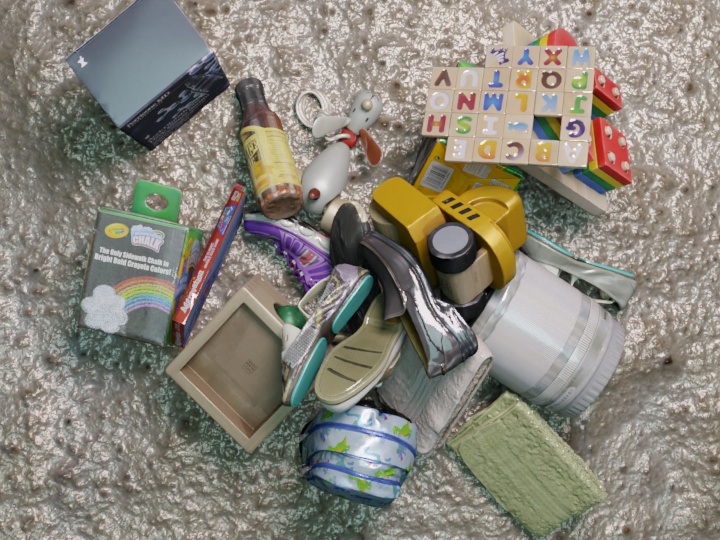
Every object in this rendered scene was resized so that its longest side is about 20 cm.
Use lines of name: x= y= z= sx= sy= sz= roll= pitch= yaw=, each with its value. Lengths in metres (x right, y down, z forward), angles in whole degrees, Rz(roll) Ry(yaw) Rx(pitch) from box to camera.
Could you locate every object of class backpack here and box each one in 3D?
backpack: x=0.001 y=0.234 z=1.079 sx=0.161 sy=0.201 sz=0.155 roll=21 pitch=53 yaw=-4

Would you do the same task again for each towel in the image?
towel: x=0.228 y=0.268 z=1.159 sx=0.200 sy=0.036 sz=0.148 roll=46 pitch=125 yaw=-1
towel: x=0.091 y=0.138 z=1.105 sx=0.034 sy=0.133 sz=0.202 roll=-4 pitch=132 yaw=-37

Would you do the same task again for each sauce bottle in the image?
sauce bottle: x=-0.128 y=-0.167 z=1.125 sx=0.065 sy=0.066 sz=0.203 roll=-18 pitch=63 yaw=-2

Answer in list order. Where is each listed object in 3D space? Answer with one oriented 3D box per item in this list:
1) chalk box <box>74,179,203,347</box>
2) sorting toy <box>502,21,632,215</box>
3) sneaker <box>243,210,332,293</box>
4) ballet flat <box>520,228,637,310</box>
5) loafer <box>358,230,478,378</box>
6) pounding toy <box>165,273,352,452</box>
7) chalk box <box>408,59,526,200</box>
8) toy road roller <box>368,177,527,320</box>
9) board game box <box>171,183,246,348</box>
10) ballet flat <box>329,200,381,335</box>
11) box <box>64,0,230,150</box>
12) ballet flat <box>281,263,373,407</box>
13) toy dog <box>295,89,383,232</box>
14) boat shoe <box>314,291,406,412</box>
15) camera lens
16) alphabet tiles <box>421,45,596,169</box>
chalk box: x=-0.286 y=-0.014 z=1.120 sx=0.123 sy=0.124 sz=0.204 roll=13 pitch=89 yaw=-2
sorting toy: x=0.272 y=-0.203 z=1.084 sx=0.197 sy=0.069 sz=0.204 roll=22 pitch=59 yaw=-40
sneaker: x=-0.077 y=-0.018 z=1.154 sx=0.198 sy=0.081 sz=0.084 roll=29 pitch=95 yaw=-3
ballet flat: x=0.291 y=0.001 z=1.177 sx=0.197 sy=0.067 sz=0.065 roll=23 pitch=97 yaw=-3
loafer: x=0.055 y=0.038 z=1.017 sx=0.072 sy=0.073 sz=0.201 roll=-36 pitch=70 yaw=-13
pounding toy: x=-0.116 y=0.111 z=1.136 sx=0.184 sy=0.142 sz=0.200 roll=44 pitch=100 yaw=-4
chalk box: x=0.153 y=-0.180 z=1.120 sx=0.122 sy=0.125 sz=0.202 roll=23 pitch=54 yaw=-5
toy road roller: x=0.118 y=-0.049 z=1.056 sx=0.145 sy=0.124 sz=0.200 roll=-37 pitch=48 yaw=-16
board game box: x=-0.197 y=-0.005 z=1.098 sx=0.019 sy=0.103 sz=0.203 roll=21 pitch=66 yaw=-2
ballet flat: x=0.000 y=0.000 z=1.118 sx=0.057 sy=0.066 sz=0.203 roll=-32 pitch=125 yaw=-41
box: x=-0.263 y=-0.253 z=1.079 sx=0.148 sy=0.200 sz=0.108 roll=-39 pitch=92 yaw=-1
ballet flat: x=-0.058 y=0.073 z=1.042 sx=0.071 sy=0.072 sz=0.202 roll=34 pitch=68 yaw=-3
toy dog: x=-0.036 y=-0.154 z=1.143 sx=0.129 sy=0.096 sz=0.204 roll=9 pitch=90 yaw=-3
boat shoe: x=0.013 y=0.111 z=1.047 sx=0.074 sy=0.200 sz=0.069 roll=16 pitch=133 yaw=27
camera lens: x=0.230 y=0.082 z=1.126 sx=0.198 sy=0.160 sz=0.161 roll=32 pitch=89 yaw=-3
alphabet tiles: x=0.176 y=-0.200 z=1.006 sx=0.196 sy=0.008 sz=0.170 roll=5 pitch=67 yaw=15
